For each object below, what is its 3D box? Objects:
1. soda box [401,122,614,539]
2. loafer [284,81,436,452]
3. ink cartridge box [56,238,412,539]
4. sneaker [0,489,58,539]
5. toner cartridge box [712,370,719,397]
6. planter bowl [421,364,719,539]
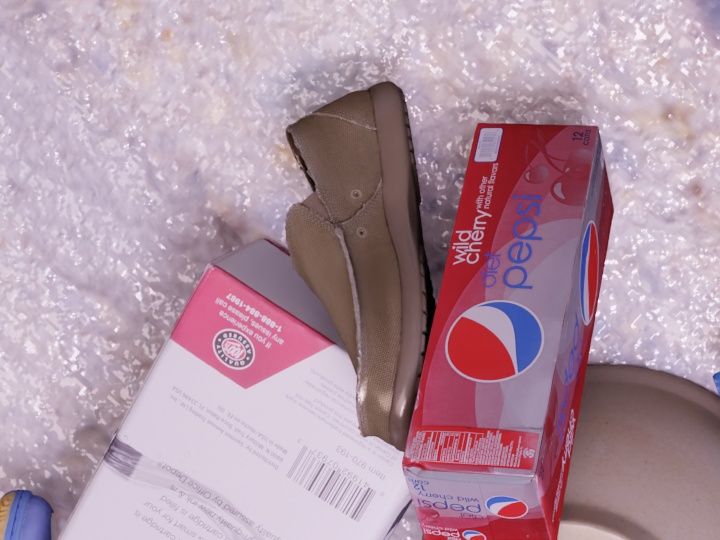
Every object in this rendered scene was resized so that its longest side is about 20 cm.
[{"bbox_3d":[0.072,0.028,0.970,0.063,0.200,0.070,3,144,17],"label":"soda box"},{"bbox_3d":[0.000,0.000,1.004,0.067,0.200,0.076,-9,144,6],"label":"loafer"},{"bbox_3d":[-0.052,0.108,1.080,0.145,0.083,0.200,33,109,8],"label":"ink cartridge box"},{"bbox_3d":[-0.158,0.214,1.150,0.088,0.075,0.201,-2,108,6],"label":"sneaker"},{"bbox_3d":[0.245,0.123,0.968,0.095,0.043,0.200,-31,72,38],"label":"toner cartridge box"},{"bbox_3d":[0.115,0.159,1.014,0.200,0.135,0.201,3,103,16],"label":"planter bowl"}]
